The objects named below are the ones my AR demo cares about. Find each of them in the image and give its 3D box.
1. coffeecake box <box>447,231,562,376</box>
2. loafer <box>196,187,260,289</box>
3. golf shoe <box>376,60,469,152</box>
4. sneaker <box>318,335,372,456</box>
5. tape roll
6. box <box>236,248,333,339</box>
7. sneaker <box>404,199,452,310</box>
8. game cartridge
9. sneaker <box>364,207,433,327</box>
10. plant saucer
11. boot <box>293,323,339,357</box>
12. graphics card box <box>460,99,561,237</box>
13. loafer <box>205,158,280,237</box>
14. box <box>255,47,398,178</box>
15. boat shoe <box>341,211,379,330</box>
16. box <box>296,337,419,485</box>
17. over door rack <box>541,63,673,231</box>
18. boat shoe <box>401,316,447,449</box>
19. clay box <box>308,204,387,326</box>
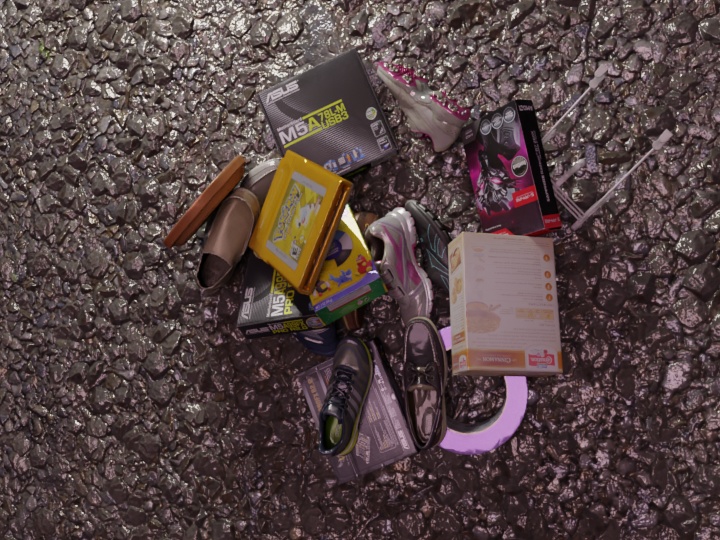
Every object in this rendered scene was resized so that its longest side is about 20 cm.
[{"bbox_3d":[0.216,0.054,0.949,0.148,0.073,0.207,3,75,-11],"label":"coffeecake box"},{"bbox_3d":[-0.229,-0.045,1.076,0.074,0.069,0.204,24,115,-5],"label":"loafer"},{"bbox_3d":[0.091,-0.277,1.049,0.200,0.074,0.093,45,133,27],"label":"golf shoe"},{"bbox_3d":[-0.028,0.209,1.019,0.072,0.081,0.207,8,91,15],"label":"sneaker"},{"bbox_3d":[0.174,0.190,1.024,0.194,0.065,0.207,0,88,15],"label":"tape roll"},{"bbox_3d":[-0.118,0.010,1.061,0.155,0.045,0.205,-8,52,15],"label":"box"},{"bbox_3d":[0.126,-0.026,1.034,0.079,0.075,0.202,-38,80,14],"label":"sneaker"},{"bbox_3d":[-0.102,-0.083,0.986,0.199,0.032,0.181,33,104,49],"label":"game cartridge"},{"bbox_3d":[0.055,0.005,1.030,0.086,0.081,0.206,-15,87,-27],"label":"sneaker"},{"bbox_3d":[-0.265,-0.114,1.085,0.032,0.201,0.201,41,101,-11],"label":"plant saucer"},{"bbox_3d":[-0.121,0.087,1.101,0.197,0.092,0.073,23,52,37],"label":"boot"},{"bbox_3d":[0.234,-0.149,0.987,0.124,0.050,0.207,-17,83,54],"label":"graphics card box"},{"bbox_3d":[-0.200,-0.114,1.122,0.200,0.069,0.071,-45,48,18],"label":"loafer"},{"bbox_3d":[-0.056,-0.253,1.085,0.195,0.048,0.198,-23,86,1],"label":"box"},{"bbox_3d":[0.000,0.000,1.070,0.065,0.072,0.207,1,87,16],"label":"boat shoe"},{"bbox_3d":[-0.002,0.241,1.080,0.155,0.048,0.205,-25,83,14],"label":"box"},{"bbox_3d":[0.357,-0.184,0.968,0.148,0.066,0.201,47,121,12],"label":"over door rack"},{"bbox_3d":[0.099,0.176,0.977,0.070,0.065,0.207,-3,88,15],"label":"boat shoe"},{"bbox_3d":[-0.043,-0.025,0.994,0.113,0.048,0.203,-27,52,4],"label":"clay box"}]
